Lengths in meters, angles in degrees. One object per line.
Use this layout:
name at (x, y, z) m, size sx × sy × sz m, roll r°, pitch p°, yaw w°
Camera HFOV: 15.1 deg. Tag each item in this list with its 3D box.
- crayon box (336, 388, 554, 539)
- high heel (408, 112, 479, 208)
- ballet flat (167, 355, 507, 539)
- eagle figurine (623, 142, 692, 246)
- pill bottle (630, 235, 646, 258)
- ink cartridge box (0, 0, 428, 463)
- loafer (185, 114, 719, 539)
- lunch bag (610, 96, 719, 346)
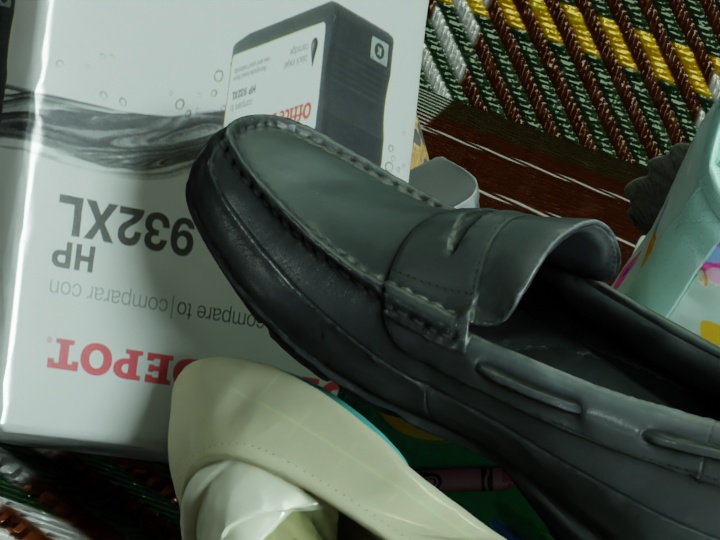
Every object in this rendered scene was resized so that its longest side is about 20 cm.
crayon box at (0.101, 0.072, 0.757) m, size 0.200 × 0.058 × 0.119 m, roll 23°, pitch 9°, yaw 27°
high heel at (0.000, 0.000, 0.931) m, size 0.071 × 0.143 × 0.200 m, roll -21°, pitch 32°, yaw -14°
ballet flat at (0.001, 0.080, 0.674) m, size 0.200 × 0.070 × 0.069 m, roll 28°, pitch 11°, yaw 39°
eagle figurine at (0.204, 0.042, 1.202) m, size 0.200 × 0.151 × 0.152 m, roll 29°, pitch 16°, yaw -11°
pill bottle at (0.188, 0.060, 1.058) m, size 0.200 × 0.113 × 0.112 m, roll 21°, pitch 8°, yaw 7°
ink cartridge box at (-0.061, -0.046, 0.798) m, size 0.145 × 0.200 × 0.084 m, roll 11°, pitch -7°, yaw -43°
loafer at (0.040, 0.012, 0.683) m, size 0.200 × 0.070 × 0.068 m, roll 37°, pitch 35°, yaw 24°
lunch bag at (0.160, -0.004, 0.910) m, size 0.200 × 0.170 × 0.122 m, roll -24°, pitch 68°, yaw -32°
